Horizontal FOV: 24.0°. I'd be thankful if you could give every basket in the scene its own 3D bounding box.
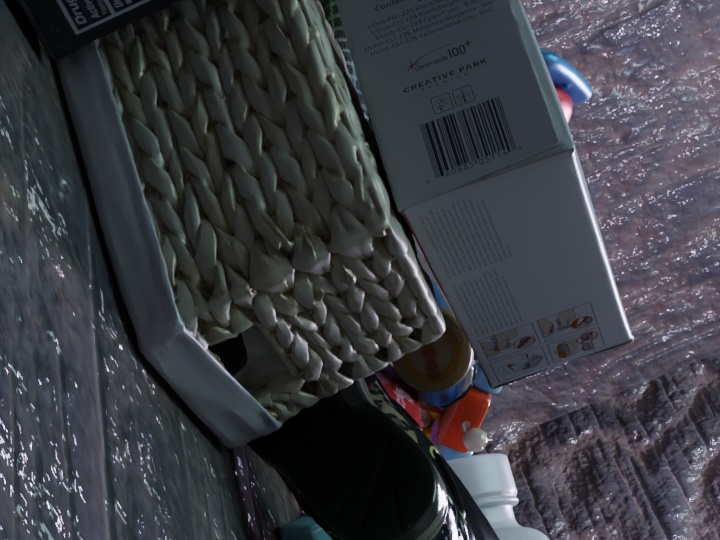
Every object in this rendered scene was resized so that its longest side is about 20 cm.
[{"bbox_3d":[-0.052,-0.042,0.799,0.136,0.123,0.201,60,9,-60],"label":"basket"}]

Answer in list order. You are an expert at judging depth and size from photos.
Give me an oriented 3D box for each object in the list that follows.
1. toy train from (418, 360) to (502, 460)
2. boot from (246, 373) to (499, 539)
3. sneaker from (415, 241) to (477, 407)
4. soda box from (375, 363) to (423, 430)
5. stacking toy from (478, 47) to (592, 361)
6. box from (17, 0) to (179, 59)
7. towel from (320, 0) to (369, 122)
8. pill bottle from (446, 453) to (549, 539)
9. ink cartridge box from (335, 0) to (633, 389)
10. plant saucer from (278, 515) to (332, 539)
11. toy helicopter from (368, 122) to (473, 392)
[{"bbox_3d":[0.035,0.128,1.130,0.150,0.055,0.201,-77,-171,-67],"label":"toy train"},{"bbox_3d":[0.012,0.116,0.865,0.154,0.073,0.204,53,-4,-35],"label":"boot"},{"bbox_3d":[0.000,0.000,1.016,0.200,0.090,0.078,60,-1,-15],"label":"sneaker"},{"bbox_3d":[-0.008,0.079,1.054,0.070,0.063,0.200,40,7,-4],"label":"soda box"},{"bbox_3d":[0.083,-0.034,1.059,0.110,0.116,0.201,19,69,-65],"label":"stacking toy"},{"bbox_3d":[-0.092,-0.232,0.723,0.123,0.198,0.200,-112,178,-46],"label":"box"},{"bbox_3d":[0.005,-0.081,1.136,0.166,0.085,0.200,-94,162,-46],"label":"towel"},{"bbox_3d":[0.068,0.212,0.967,0.111,0.111,0.201,55,21,-75],"label":"pill bottle"},{"bbox_3d":[0.060,-0.066,0.846,0.200,0.084,0.176,60,13,-58],"label":"ink cartridge box"},{"bbox_3d":[-0.013,0.169,0.961,0.200,0.019,0.070,35,33,-82],"label":"plant saucer"},{"bbox_3d":[-0.006,-0.019,0.931,0.200,0.132,0.079,47,3,1],"label":"toy helicopter"}]
